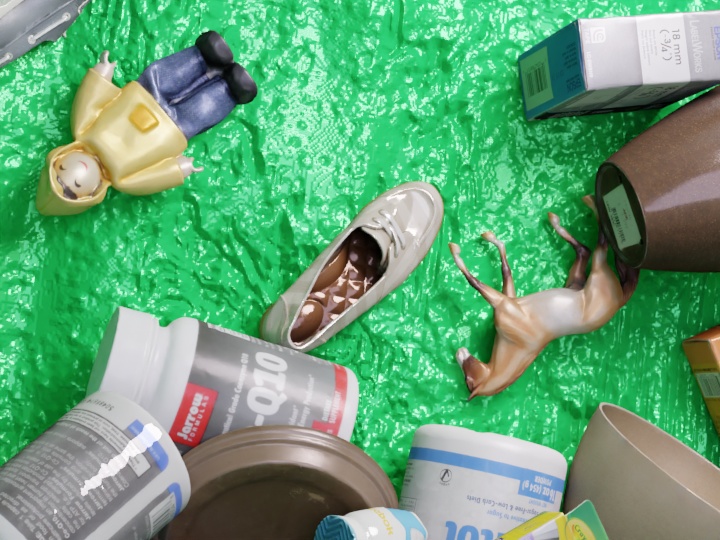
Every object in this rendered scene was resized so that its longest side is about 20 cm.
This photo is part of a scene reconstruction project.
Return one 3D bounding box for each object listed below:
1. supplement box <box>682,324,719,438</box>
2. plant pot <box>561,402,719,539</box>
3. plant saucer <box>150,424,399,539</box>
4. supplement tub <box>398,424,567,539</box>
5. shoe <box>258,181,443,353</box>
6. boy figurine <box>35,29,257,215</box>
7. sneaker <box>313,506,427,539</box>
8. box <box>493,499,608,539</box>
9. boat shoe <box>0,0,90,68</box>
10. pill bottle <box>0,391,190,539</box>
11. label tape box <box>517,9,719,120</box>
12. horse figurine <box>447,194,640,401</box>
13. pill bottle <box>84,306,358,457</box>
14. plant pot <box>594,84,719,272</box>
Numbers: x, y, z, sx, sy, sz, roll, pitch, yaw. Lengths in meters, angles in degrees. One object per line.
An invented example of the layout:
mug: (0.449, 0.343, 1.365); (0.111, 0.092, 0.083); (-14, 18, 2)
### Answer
supplement box: (0.354, 0.141, 1.626); (0.066, 0.069, 0.201); (-23, 93, -13)
plant pot: (0.243, 0.222, 1.537); (0.200, 0.200, 0.135); (32, 99, -10)
plant saucer: (-0.067, 0.205, 1.462); (0.199, 0.030, 0.201); (-2, 126, -3)
supplement tub: (0.088, 0.234, 1.512); (0.131, 0.132, 0.201); (13, 81, -13)
shoe: (0.000, 0.000, 1.549); (0.200, 0.053, 0.070); (-45, 97, -14)
boy figurine: (-0.185, -0.117, 1.507); (0.200, 0.064, 0.125); (-36, 97, -18)
sneaker: (0.003, 0.277, 1.437); (0.080, 0.076, 0.201); (-6, 119, -34)
box: (0.110, 0.264, 1.394); (0.199, 0.048, 0.118); (-27, 93, -14)
boat shoe: (-0.265, -0.213, 1.506); (0.200, 0.073, 0.062); (-33, 137, -22)
pill bottle: (-0.229, 0.188, 1.350); (0.200, 0.114, 0.114); (-40, 96, -35)
label tape box: (0.253, -0.177, 1.586); (0.199, 0.144, 0.064); (-6, 86, -15)
horse figurine: (0.163, 0.017, 1.595); (0.199, 0.050, 0.133); (-19, 84, -13)
pill bottle: (-0.112, 0.104, 1.479); (0.199, 0.114, 0.114); (18, 81, -13)
plant pot: (0.307, -0.072, 1.571); (0.199, 0.187, 0.188); (-17, 89, -14)
